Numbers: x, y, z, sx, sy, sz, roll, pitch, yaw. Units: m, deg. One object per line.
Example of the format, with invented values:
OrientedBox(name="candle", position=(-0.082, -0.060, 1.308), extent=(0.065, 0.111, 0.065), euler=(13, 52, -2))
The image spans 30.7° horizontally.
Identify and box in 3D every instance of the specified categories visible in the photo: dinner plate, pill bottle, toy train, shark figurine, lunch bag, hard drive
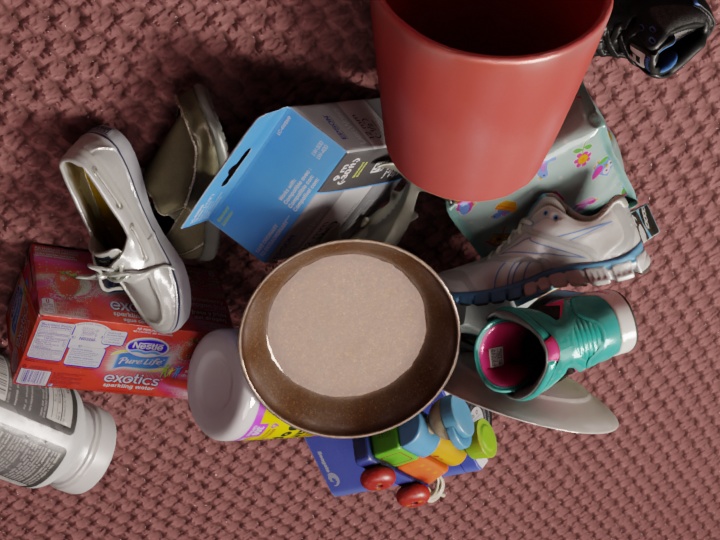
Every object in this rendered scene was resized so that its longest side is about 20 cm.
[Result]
OrientedBox(name="dinner plate", position=(0.152, 0.110, 1.252), extent=(0.198, 0.200, 0.025), euler=(9, 100, -28))
OrientedBox(name="pill bottle", position=(-0.062, 0.110, 1.274), extent=(0.198, 0.105, 0.105), euler=(3, 136, -41))
OrientedBox(name="pill bottle", position=(-0.352, 0.152, 1.324), extent=(0.116, 0.117, 0.199), euler=(-37, 136, 21))
OrientedBox(name="toy train", position=(0.084, 0.177, 1.278), extent=(0.115, 0.086, 0.200), euler=(-21, 149, 24))
OrientedBox(name="shark figurine", position=(0.018, -0.012, 1.211), extent=(0.214, 0.090, 0.128), euler=(-44, 164, 24))
OrientedBox(name="lunch bag", position=(0.170, -0.083, 1.262), extent=(0.169, 0.123, 0.200), euler=(-27, 144, 9))
OrientedBox(name="hard drive", position=(0.024, 0.165, 1.385), extent=(0.198, 0.025, 0.133), euler=(-17, 104, 37))

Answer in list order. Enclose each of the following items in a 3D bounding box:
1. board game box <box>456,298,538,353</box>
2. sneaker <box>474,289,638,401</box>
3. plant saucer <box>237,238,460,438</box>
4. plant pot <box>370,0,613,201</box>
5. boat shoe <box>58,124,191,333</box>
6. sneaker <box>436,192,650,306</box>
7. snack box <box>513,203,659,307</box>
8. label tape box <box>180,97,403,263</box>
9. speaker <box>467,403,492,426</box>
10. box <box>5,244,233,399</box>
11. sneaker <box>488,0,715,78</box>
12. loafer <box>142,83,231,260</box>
OrientedBox(name="board game box", position=(0.087, 0.063, 1.367), extent=(0.147, 0.065, 0.199), euler=(24, 155, -38))
OrientedBox(name="sneaker", position=(0.152, 0.069, 1.183), extent=(0.119, 0.085, 0.200), euler=(-15, 176, -19))
OrientedBox(name="plant saucer", position=(-0.010, 0.056, 1.168), extent=(0.197, 0.037, 0.203), euler=(-2, 118, -4))
OrientedBox(name="plant pot", position=(0.095, -0.168, 1.079), extent=(0.198, 0.202, 0.179), euler=(-8, 139, -13))
OrientedBox(name="boat shoe", position=(-0.215, -0.019, 1.156), extent=(0.074, 0.086, 0.204), euler=(3, 122, 31))
OrientedBox(name="sneaker", position=(0.158, -0.024, 1.193), extent=(0.197, 0.075, 0.088), euler=(-13, 101, 12))
OrientedBox(name="snack box", position=(0.226, -0.018, 1.320), extent=(0.115, 0.037, 0.200), euler=(-28, 177, 24))
OrientedBox(name="label tape box", position=(-0.045, -0.078, 1.164), extent=(0.199, 0.066, 0.144), euler=(-18, 152, -54))
OrientedBox(name="speaker", position=(0.040, 0.162, 1.442), extent=(0.198, 0.082, 0.081), euler=(0, 149, 32))
OrientedBox(name="box", position=(-0.234, 0.053, 1.275), extent=(0.198, 0.096, 0.100), euler=(8, 132, -28))
OrientedBox(name="sneaker", position=(0.212, -0.208, 1.146), extent=(0.198, 0.113, 0.073), euler=(-19, 139, 0))
OrientedBox(name="loafer", position=(-0.159, -0.079, 1.175), extent=(0.069, 0.076, 0.201), euler=(-9, 139, -18))
